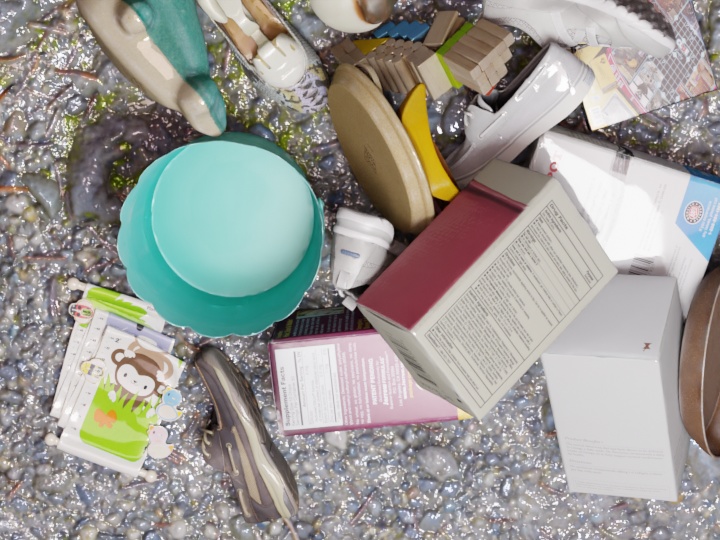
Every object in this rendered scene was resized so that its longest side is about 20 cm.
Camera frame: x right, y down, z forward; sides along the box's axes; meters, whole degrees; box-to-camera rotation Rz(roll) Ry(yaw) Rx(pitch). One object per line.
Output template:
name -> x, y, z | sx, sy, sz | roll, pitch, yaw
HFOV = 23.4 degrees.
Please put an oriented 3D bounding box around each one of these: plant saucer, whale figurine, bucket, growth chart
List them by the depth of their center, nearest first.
whale figurine -> -0.185, -0.221, 1.676 | 0.104, 0.159, 0.200 | -40, 67, -8
bucket -> -0.132, -0.041, 1.727 | 0.205, 0.135, 0.209 | 0, 102, 2
plant saucer -> 0.353, 0.085, 1.729 | 0.034, 0.200, 0.202 | 8, 103, 26
growth chart -> -0.253, 0.117, 1.823 | 0.143, 0.018, 0.202 | 12, 103, -2

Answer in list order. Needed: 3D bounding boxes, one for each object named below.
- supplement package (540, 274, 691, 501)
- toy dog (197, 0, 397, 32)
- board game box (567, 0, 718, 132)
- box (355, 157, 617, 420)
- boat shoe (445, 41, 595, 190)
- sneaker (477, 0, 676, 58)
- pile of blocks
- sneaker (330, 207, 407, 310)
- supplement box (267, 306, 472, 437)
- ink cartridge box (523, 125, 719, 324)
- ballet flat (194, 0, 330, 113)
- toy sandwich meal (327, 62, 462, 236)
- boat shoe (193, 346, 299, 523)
supplement package -> 0.257, 0.114, 1.710 | 0.116, 0.118, 0.201 | 4, 134, 21
toy dog -> -0.048, -0.306, 1.662 | 0.199, 0.139, 0.195 | 27, 74, -21
board game box -> 0.261, -0.255, 1.727 | 0.134, 0.035, 0.202 | -18, 101, 5
box -> 0.117, 0.015, 1.616 | 0.200, 0.109, 0.128 | -46, 121, -12
boat shoe -> 0.139, -0.150, 1.703 | 0.068, 0.072, 0.200 | 40, 132, -16
sneaker -> 0.208, -0.243, 1.687 | 0.199, 0.075, 0.083 | 21, 118, 3
pile of blocks -> 0.068, -0.204, 1.711 | 0.199, 0.082, 0.062 | 6, 144, 34
sneaker -> 0.000, 0.000, 1.699 | 0.074, 0.200, 0.083 | 18, 81, 17
supplement box -> 0.013, 0.095, 1.756 | 0.198, 0.131, 0.104 | -5, 102, 3
ink cartridge box -> 0.251, -0.050, 1.745 | 0.198, 0.084, 0.146 | 17, 103, -2
ballet flat -> -0.104, -0.233, 1.720 | 0.072, 0.072, 0.201 | -38, 99, 8
toy sandwich meal -> 0.041, -0.118, 1.694 | 0.070, 0.205, 0.206 | -28, 101, -13
boat shoe -> -0.132, 0.178, 1.805 | 0.073, 0.075, 0.201 | -24, 99, 6
